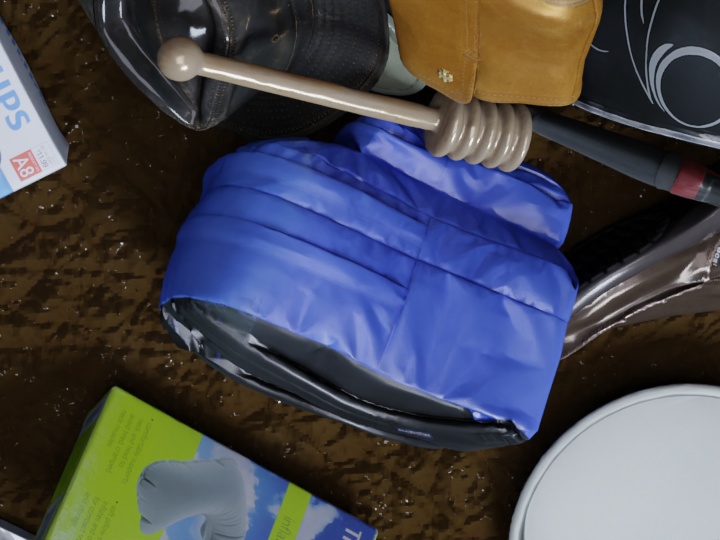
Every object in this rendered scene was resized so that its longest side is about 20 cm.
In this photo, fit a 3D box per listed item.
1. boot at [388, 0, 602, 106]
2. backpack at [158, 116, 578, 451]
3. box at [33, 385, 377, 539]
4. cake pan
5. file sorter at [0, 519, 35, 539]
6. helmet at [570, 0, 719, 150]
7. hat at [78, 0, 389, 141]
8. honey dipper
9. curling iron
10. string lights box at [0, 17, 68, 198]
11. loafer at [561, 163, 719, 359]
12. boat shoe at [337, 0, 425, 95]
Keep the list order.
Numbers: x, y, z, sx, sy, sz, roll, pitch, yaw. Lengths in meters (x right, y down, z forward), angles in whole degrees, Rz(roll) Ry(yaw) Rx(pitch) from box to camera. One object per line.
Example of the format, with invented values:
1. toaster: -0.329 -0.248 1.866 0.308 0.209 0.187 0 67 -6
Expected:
1. boot: 0.021 -0.152 1.226 0.201 0.071 0.144 23 145 11
2. backpack: 0.000 0.000 1.350 0.200 0.163 0.168 18 75 -10
3. box: -0.080 0.166 1.409 0.200 0.122 0.048 29 144 -12
4. cake pan: 0.183 0.156 1.467 0.200 0.037 0.200 -1 106 -4
5. file sorter: -0.225 0.224 1.408 0.200 0.125 0.139 27 103 -12
6. helmet: 0.199 -0.164 1.302 0.200 0.200 0.191 10 101 -8
7. hat: -0.081 -0.129 1.292 0.200 0.081 0.201 12 134 13
8. honey dipper: -0.009 -0.086 1.268 0.200 0.038 0.038 11 105 -23
9. curling iron: 0.180 -0.057 1.370 0.200 0.050 0.026 15 146 23
10. string lights box: -0.268 -0.062 1.356 0.200 0.059 0.103 -26 105 3
11. loafer: 0.182 -0.001 1.403 0.200 0.073 0.071 -31 105 4
12. boat shoe: -0.037 -0.172 1.343 0.199 0.075 0.066 32 56 -4
